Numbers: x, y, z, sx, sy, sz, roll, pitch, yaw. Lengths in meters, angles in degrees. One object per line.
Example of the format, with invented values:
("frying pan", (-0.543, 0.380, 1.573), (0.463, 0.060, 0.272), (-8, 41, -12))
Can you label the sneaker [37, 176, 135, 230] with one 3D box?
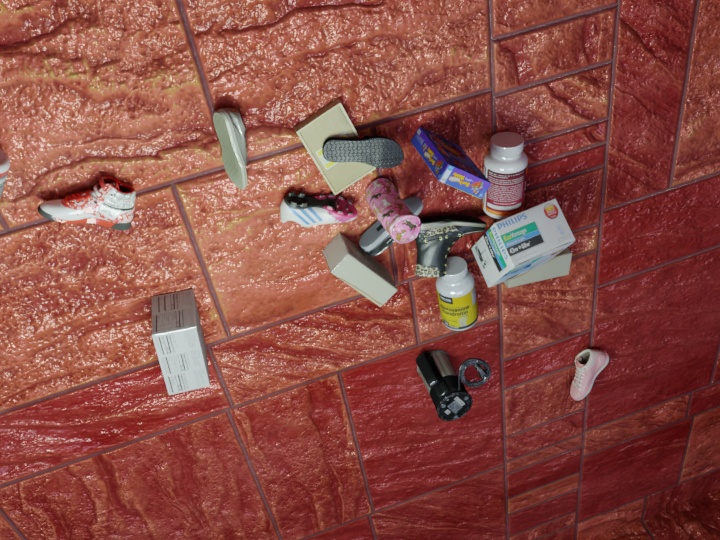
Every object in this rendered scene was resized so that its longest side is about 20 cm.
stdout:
("sneaker", (-0.596, -0.158, 1.473), (0.197, 0.068, 0.110), (8, 120, -28))

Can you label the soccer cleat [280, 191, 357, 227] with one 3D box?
("soccer cleat", (-0.107, -0.144, 1.665), (0.195, 0.071, 0.087), (7, 138, -21))

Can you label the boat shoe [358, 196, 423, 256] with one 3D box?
("boat shoe", (0.089, -0.109, 1.746), (0.199, 0.074, 0.068), (-42, 136, 4))

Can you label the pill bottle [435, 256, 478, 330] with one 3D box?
("pill bottle", (0.273, 0.064, 1.908), (0.110, 0.113, 0.203), (-19, 128, -5))

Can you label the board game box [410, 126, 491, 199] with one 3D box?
("board game box", (0.214, -0.259, 1.602), (0.132, 0.201, 0.045), (18, 118, -29))

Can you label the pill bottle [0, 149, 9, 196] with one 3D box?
("pill bottle", (-0.800, -0.155, 1.370), (0.114, 0.117, 0.202), (17, 117, -28))

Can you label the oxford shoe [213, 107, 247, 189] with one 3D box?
("oxford shoe", (-0.279, -0.275, 1.507), (0.058, 0.074, 0.203), (-40, 140, -35))

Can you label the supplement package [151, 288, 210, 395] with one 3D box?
("supplement package", (-0.456, 0.180, 1.703), (0.108, 0.157, 0.204), (-10, 127, -11))

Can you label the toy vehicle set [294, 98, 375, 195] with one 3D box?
("toy vehicle set", (-0.058, -0.290, 1.595), (0.123, 0.027, 0.201), (-31, 128, 3))

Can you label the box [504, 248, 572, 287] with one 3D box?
("box", (0.501, -0.024, 1.940), (0.195, 0.096, 0.079), (-13, 128, -13))

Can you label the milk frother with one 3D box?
("milk frother", (0.283, 0.311, 2.037), (0.197, 0.189, 0.182), (-26, 130, 0))

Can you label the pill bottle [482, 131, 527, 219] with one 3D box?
("pill bottle", (0.372, -0.244, 1.725), (0.110, 0.114, 0.203), (-13, 128, -10))

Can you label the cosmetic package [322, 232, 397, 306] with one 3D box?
("cosmetic package", (0.000, 0.000, 1.773), (0.073, 0.104, 0.199), (-44, 125, 16))

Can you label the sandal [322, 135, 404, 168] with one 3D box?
("sandal", (0.007, -0.287, 1.582), (0.195, 0.045, 0.077), (4, 118, -5))

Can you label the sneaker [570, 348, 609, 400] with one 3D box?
("sneaker", (0.763, 0.353, 2.311), (0.103, 0.076, 0.203), (17, 113, -29))

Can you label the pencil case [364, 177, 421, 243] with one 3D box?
("pencil case", (0.079, -0.147, 1.634), (0.086, 0.201, 0.083), (-37, 129, 8))

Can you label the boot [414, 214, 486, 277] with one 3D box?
("boot", (0.237, -0.066, 1.807), (0.198, 0.074, 0.158), (-2, 108, -9))

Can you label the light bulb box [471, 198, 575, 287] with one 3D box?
("light bulb box", (0.426, -0.069, 1.776), (0.195, 0.127, 0.200), (-21, 168, -13))
